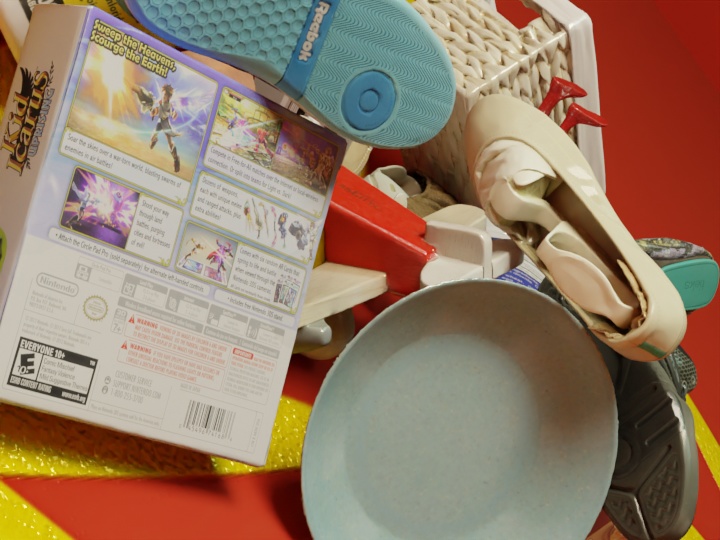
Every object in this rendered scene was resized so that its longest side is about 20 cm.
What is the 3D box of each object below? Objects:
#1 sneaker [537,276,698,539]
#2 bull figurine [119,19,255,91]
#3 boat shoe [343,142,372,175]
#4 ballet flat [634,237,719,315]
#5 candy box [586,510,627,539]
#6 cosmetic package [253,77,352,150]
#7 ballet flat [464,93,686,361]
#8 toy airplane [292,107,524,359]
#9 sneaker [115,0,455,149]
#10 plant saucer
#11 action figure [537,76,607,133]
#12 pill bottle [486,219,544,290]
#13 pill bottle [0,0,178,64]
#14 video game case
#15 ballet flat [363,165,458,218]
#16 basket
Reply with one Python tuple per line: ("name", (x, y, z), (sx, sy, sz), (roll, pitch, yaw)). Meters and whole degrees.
("sneaker", (0.180, 0.091, 1.016), (0.114, 0.076, 0.201), (34, 28, -42))
("bull figurine", (-0.125, -0.084, 0.916), (0.065, 0.121, 0.200), (53, 22, 9))
("boat shoe", (-0.013, -0.124, 1.270), (0.072, 0.065, 0.201), (43, 24, -19))
("ballet flat", (0.188, 0.008, 1.180), (0.199, 0.072, 0.072), (-3, 56, -51))
("candy box", (0.160, 0.123, 1.159), (0.055, 0.115, 0.201), (39, 25, -24))
("cosmetic package", (-0.068, -0.183, 1.195), (0.106, 0.091, 0.201), (5, 44, -29))
("ballet flat", (0.113, -0.028, 0.943), (0.200, 0.070, 0.069), (51, 20, 24))
("toy airplane", (0.000, 0.000, 1.003), (0.197, 0.142, 0.200), (10, 31, -17))
("sneaker", (-0.047, -0.137, 0.864), (0.199, 0.080, 0.130), (27, 6, -28))
("plant saucer", (0.053, 0.100, 0.929), (0.201, 0.202, 0.039), (40, -5, -24))
("action figure", (0.135, -0.040, 1.242), (0.098, 0.201, 0.066), (21, 28, -29))
("pill bottle", (0.084, 0.042, 1.132), (0.120, 0.119, 0.200), (46, 22, -13))
("pill bottle", (-0.119, -0.189, 0.956), (0.112, 0.198, 0.114), (156, -90, -89))
("video game case", (-0.102, -0.011, 0.806), (0.045, 0.184, 0.199), (10, -8, 39))
("ballet flat", (0.029, -0.044, 1.225), (0.073, 0.068, 0.200), (53, 19, -1))
("basket", (0.106, -0.128, 1.301), (0.135, 0.123, 0.201), (42, -22, 38))
